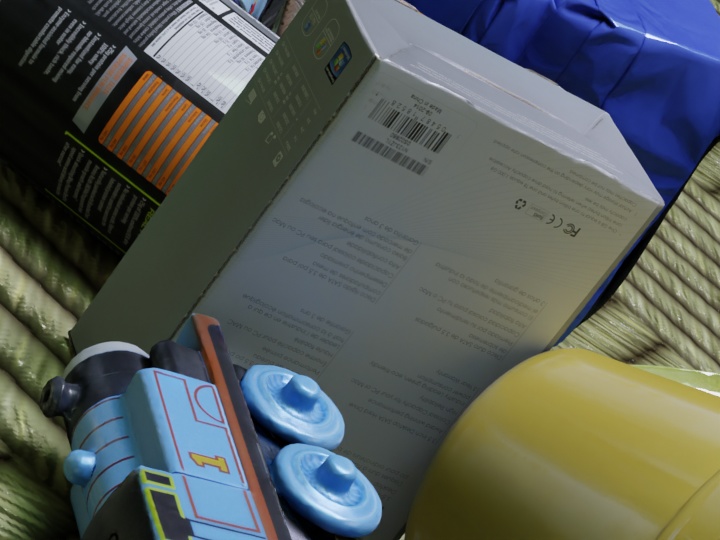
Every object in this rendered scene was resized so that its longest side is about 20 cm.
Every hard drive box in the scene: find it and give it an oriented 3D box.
[{"bbox_3d":[0.000,0.000,1.170,0.155,0.200,0.077,25,23,-31],"label":"hard drive box"}]

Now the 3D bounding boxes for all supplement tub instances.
[{"bbox_3d":[-0.086,-0.066,1.272,0.200,0.123,0.122,39,20,9],"label":"supplement tub"}]

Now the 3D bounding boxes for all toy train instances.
[{"bbox_3d":[-0.055,0.094,1.043,0.114,0.087,0.200,19,28,-28],"label":"toy train"}]

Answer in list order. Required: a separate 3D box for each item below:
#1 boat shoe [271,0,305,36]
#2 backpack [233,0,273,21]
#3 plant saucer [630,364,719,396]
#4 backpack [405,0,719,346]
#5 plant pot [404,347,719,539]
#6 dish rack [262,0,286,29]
[{"bbox_3d":[-0.041,-0.054,1.411,0.071,0.076,0.200,31,44,-8],"label":"boat shoe"},{"bbox_3d":[-0.107,-0.193,1.407,0.182,0.135,0.200,37,-13,-2],"label":"backpack"},{"bbox_3d":[0.199,0.089,1.464,0.199,0.031,0.200,9,11,-2],"label":"plant saucer"},{"bbox_3d":[0.080,-0.077,1.484,0.167,0.201,0.163,21,26,-16],"label":"backpack"},{"bbox_3d":[0.126,0.129,1.142,0.189,0.202,0.200,34,14,36],"label":"plant pot"},{"bbox_3d":[-0.101,-0.197,1.610,0.200,0.055,0.154,33,17,-46],"label":"dish rack"}]
